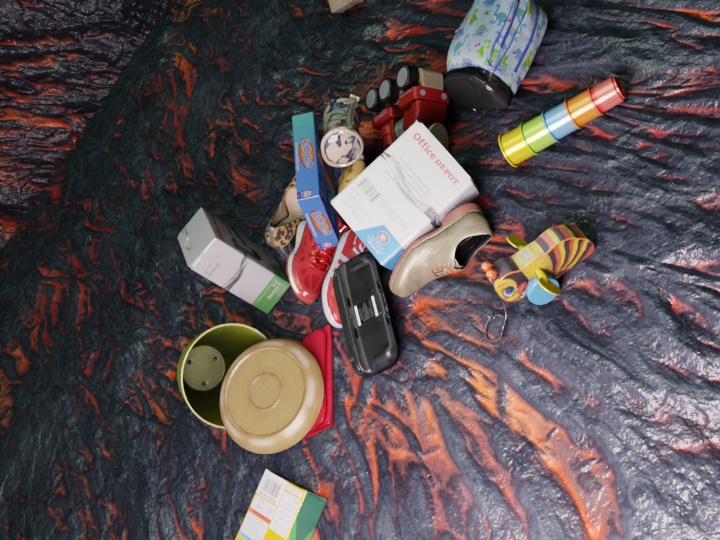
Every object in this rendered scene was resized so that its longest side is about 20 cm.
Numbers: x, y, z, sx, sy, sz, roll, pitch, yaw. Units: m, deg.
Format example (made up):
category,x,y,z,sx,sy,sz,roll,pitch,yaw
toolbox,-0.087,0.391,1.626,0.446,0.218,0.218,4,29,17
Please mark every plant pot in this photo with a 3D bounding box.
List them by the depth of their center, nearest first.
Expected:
category,x,y,z,sx,sy,sz,roll,pitch,yaw
plant pot,-0.159,0.211,1.441,0.198,0.027,0.202,-8,66,19
plant pot,-0.271,0.192,1.592,0.200,0.186,0.189,-5,59,65

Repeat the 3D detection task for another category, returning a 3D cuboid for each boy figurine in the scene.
category,x,y,z,sx,sy,sz,roll,pitch,yaw
boy figurine,-0.010,-0.161,1.606,0.201,0.064,0.125,-113,32,-48

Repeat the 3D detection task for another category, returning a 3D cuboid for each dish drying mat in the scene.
category,x,y,z,sx,sy,sz,roll,pitch,yaw
dish drying mat,-0.079,0.192,1.472,0.077,0.018,0.201,-33,42,32

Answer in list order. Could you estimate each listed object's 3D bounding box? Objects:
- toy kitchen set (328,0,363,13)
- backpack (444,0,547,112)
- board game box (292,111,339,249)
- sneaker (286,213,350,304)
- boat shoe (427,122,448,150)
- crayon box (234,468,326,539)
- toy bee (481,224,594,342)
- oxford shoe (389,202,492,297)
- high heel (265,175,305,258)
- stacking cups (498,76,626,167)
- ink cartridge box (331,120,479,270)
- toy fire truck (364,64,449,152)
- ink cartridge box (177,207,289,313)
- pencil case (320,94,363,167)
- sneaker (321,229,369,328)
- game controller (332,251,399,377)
category,x,y,z,sx,sy,sz,roll,pitch,yaw
toy kitchen set,0.014,-0.753,2.031,0.162,0.179,0.202,-10,96,50
backpack,0.236,-0.392,1.447,0.200,0.154,0.163,-48,28,-8
board game box,-0.082,-0.165,1.544,0.045,0.153,0.202,-12,56,7
sneaker,-0.074,-0.040,1.592,0.115,0.078,0.202,-31,44,34
boat shoe,0.099,-0.169,1.486,0.062,0.072,0.202,4,72,48
crayon box,-0.144,0.435,1.339,0.125,0.051,0.202,9,70,53
toy bee,0.227,0.008,1.167,0.201,0.108,0.131,-58,37,-1
oxford shoe,0.126,-0.019,1.343,0.200,0.070,0.075,-46,44,20
high heel,-0.138,-0.134,1.682,0.071,0.143,0.202,11,78,11
stacking cups,0.313,-0.227,1.294,0.199,0.060,0.061,-25,46,31
ink cartridge box,0.075,-0.121,1.392,0.200,0.084,0.145,-42,72,8
toy fire truck,0.075,-0.258,1.552,0.176,0.128,0.202,-18,71,58
ink cartridge box,-0.255,-0.020,1.686,0.084,0.199,0.146,-49,36,9
pencil case,-0.033,-0.264,1.581,0.201,0.077,0.090,-91,17,-61
sneaker,0.000,0.000,1.477,0.112,0.071,0.202,-21,47,45
game controller,0.008,0.072,1.387,0.104,0.042,0.202,-27,68,33
